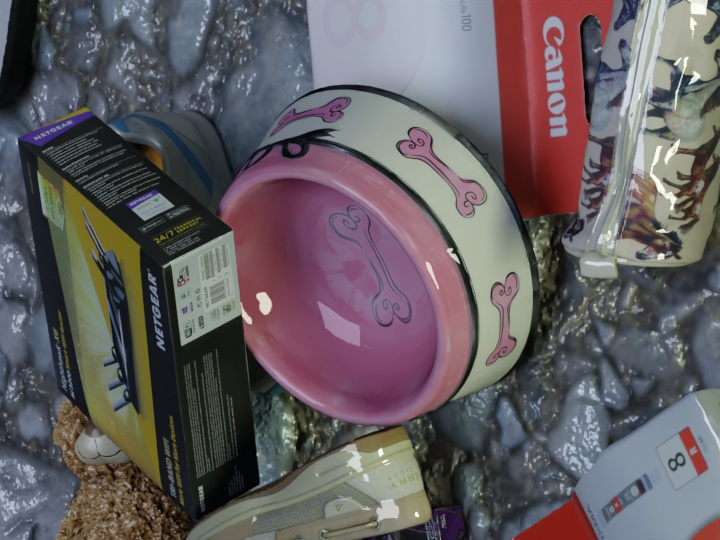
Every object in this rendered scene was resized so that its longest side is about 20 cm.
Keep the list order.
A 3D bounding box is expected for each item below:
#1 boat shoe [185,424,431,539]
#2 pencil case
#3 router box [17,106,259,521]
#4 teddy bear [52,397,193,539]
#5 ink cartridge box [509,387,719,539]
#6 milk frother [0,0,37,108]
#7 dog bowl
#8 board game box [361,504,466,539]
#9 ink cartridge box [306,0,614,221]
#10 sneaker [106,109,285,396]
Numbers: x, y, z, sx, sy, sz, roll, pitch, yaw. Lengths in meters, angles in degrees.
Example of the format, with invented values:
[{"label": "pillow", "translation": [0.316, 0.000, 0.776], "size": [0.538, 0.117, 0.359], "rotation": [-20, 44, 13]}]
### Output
[{"label": "boat shoe", "translation": [-0.033, 0.153, 1.570], "size": [0.200, 0.072, 0.065], "rotation": [-31, 80, 44]}, {"label": "pencil case", "translation": [0.158, -0.096, 1.413], "size": [0.078, 0.089, 0.201], "rotation": [19, 106, 37]}, {"label": "router box", "translation": [-0.131, 0.026, 1.583], "size": [0.157, 0.052, 0.201], "rotation": [38, 145, 40]}, {"label": "teddy bear", "translation": [-0.143, 0.166, 1.702], "size": [0.144, 0.067, 0.201], "rotation": [5, 97, 38]}, {"label": "ink cartridge box", "translation": [0.159, 0.179, 1.457], "size": [0.200, 0.050, 0.163], "rotation": [-37, 69, 32]}, {"label": "milk frother", "translation": [-0.326, -0.184, 1.751], "size": [0.180, 0.200, 0.189], "rotation": [22, 107, 33]}, {"label": "dog bowl", "translation": [0.000, 0.000, 1.516], "size": [0.199, 0.074, 0.201], "rotation": [21, 129, 28]}, {"label": "board game box", "translation": [0.024, 0.246, 1.591], "size": [0.120, 0.032, 0.201], "rotation": [-14, 84, 44]}, {"label": "ink cartridge box", "translation": [0.058, -0.107, 1.525], "size": [0.199, 0.057, 0.164], "rotation": [-5, 90, 45]}, {"label": "sneaker", "translation": [-0.101, -0.008, 1.646], "size": [0.076, 0.081, 0.201], "rotation": [-43, 67, 32]}]
